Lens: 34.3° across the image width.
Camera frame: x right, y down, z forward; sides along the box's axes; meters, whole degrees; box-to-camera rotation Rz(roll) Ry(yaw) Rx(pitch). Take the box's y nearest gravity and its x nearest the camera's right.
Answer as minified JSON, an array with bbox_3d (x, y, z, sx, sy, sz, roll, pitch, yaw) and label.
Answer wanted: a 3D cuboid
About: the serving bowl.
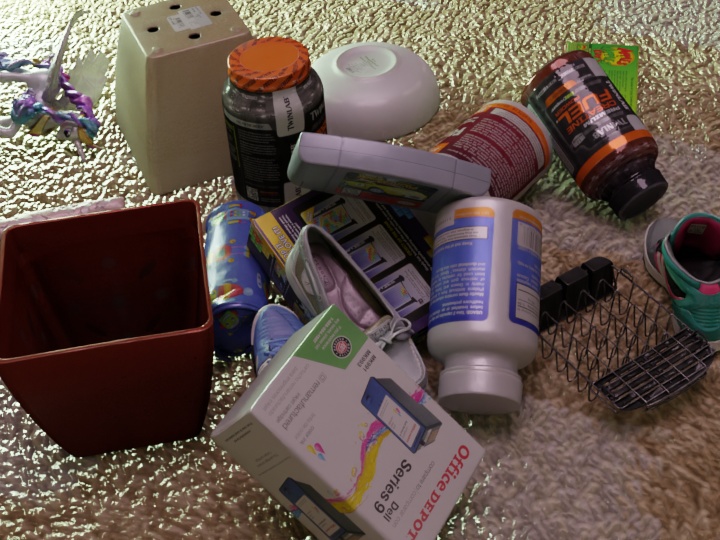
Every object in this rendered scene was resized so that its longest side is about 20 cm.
[{"bbox_3d":[0.010,-0.259,1.599,0.198,0.066,0.201,-3,41,3],"label":"serving bowl"}]

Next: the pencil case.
[{"bbox_3d":[-0.133,0.009,1.293,0.078,0.087,0.201,-29,36,17],"label":"pencil case"}]

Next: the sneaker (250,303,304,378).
[{"bbox_3d":[-0.063,0.110,1.143,0.075,0.077,0.201,-14,55,-10],"label":"sneaker"}]

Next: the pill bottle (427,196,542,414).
[{"bbox_3d":[0.124,0.037,1.171,0.111,0.112,0.201,3,70,8],"label":"pill bottle"}]

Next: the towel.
[{"bbox_3d":[-0.348,-0.016,1.266,0.199,0.191,0.032,-14,72,-12],"label":"towel"}]

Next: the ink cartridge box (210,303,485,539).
[{"bbox_3d":[-0.007,0.154,1.031,0.200,0.087,0.145,46,51,-7],"label":"ink cartridge box"}]

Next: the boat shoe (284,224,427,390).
[{"bbox_3d":[-0.003,0.044,1.157,0.074,0.065,0.202,-27,72,-24],"label":"boat shoe"}]

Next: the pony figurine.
[{"bbox_3d":[-0.427,-0.246,1.581,0.198,0.167,0.194,8,74,9],"label":"pony figurine"}]

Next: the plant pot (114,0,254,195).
[{"bbox_3d":[-0.217,-0.247,1.521,0.199,0.178,0.200,-19,43,-15],"label":"plant pot"}]

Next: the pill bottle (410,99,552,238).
[{"bbox_3d":[0.130,-0.108,1.377,0.114,0.115,0.200,25,48,29],"label":"pill bottle"}]

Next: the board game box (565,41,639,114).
[{"bbox_3d":[0.317,-0.231,1.553,0.101,0.048,0.201,5,42,10],"label":"board game box"}]

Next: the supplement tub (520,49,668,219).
[{"bbox_3d":[0.286,-0.160,1.402,0.106,0.107,0.201,-23,67,-21],"label":"supplement tub"}]

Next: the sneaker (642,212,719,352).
[{"bbox_3d":[0.352,-0.021,1.252,0.083,0.121,0.201,-6,41,-1],"label":"sneaker"}]

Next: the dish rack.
[{"bbox_3d":[0.258,0.072,1.207,0.153,0.055,0.200,-27,47,-22],"label":"dish rack"}]

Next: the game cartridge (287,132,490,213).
[{"bbox_3d":[0.027,-0.099,1.204,0.198,0.133,0.041,10,77,-7],"label":"game cartridge"}]

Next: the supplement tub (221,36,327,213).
[{"bbox_3d":[-0.100,-0.169,1.402,0.122,0.201,0.123,-2,41,2],"label":"supplement tub"}]

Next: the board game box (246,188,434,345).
[{"bbox_3d":[0.000,0.000,1.253,0.165,0.057,0.200,-29,72,-24],"label":"board game box"}]

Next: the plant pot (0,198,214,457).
[{"bbox_3d":[-0.239,0.070,1.157,0.198,0.177,0.201,-9,40,-5],"label":"plant pot"}]
